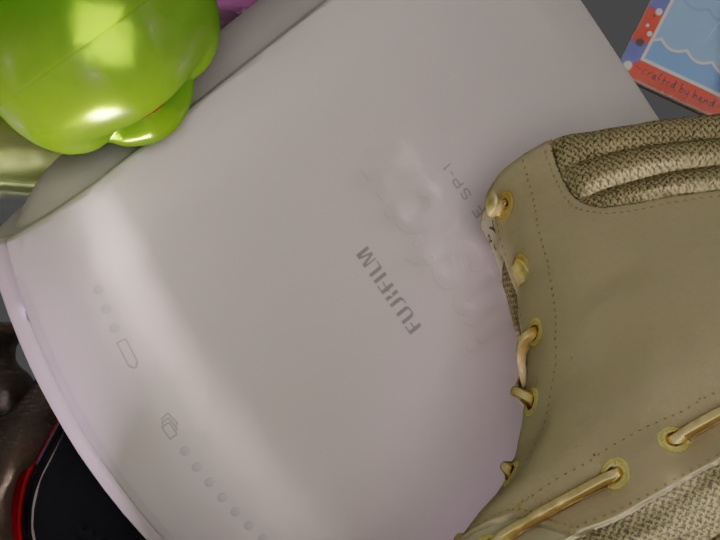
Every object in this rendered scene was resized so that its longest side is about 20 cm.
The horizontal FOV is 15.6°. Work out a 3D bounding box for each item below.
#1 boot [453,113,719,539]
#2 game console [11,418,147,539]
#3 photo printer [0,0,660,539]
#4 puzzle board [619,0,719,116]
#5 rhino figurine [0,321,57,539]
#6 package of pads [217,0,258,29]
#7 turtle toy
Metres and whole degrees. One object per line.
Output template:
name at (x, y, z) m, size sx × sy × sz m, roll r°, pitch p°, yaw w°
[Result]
boot at (0.050, 0.048, 0.708) m, size 0.200 × 0.073 × 0.156 m, roll -26°, pitch 51°, yaw 7°
game console at (0.001, 0.045, 0.833) m, size 0.177 × 0.031 × 0.200 m, roll 31°, pitch 77°, yaw -15°
photo printer at (0.000, 0.000, 0.784) m, size 0.200 × 0.069 × 0.167 m, roll -39°, pitch 104°, yaw -20°
puzzle board at (0.196, -0.085, 0.773) m, size 0.200 × 0.017 × 0.151 m, roll 27°, pitch 88°, yaw 19°
rhino figurine at (-0.183, 0.060, 0.821) m, size 0.200 × 0.060 × 0.088 m, roll -1°, pitch 87°, yaw -10°
package of pads at (-0.106, -0.145, 0.838) m, size 0.200 × 0.076 × 0.121 m, roll 8°, pitch 88°, yaw -5°
turtle toy at (-0.113, -0.116, 0.735) m, size 0.146 × 0.101 × 0.200 m, roll -36°, pitch 63°, yaw -5°
